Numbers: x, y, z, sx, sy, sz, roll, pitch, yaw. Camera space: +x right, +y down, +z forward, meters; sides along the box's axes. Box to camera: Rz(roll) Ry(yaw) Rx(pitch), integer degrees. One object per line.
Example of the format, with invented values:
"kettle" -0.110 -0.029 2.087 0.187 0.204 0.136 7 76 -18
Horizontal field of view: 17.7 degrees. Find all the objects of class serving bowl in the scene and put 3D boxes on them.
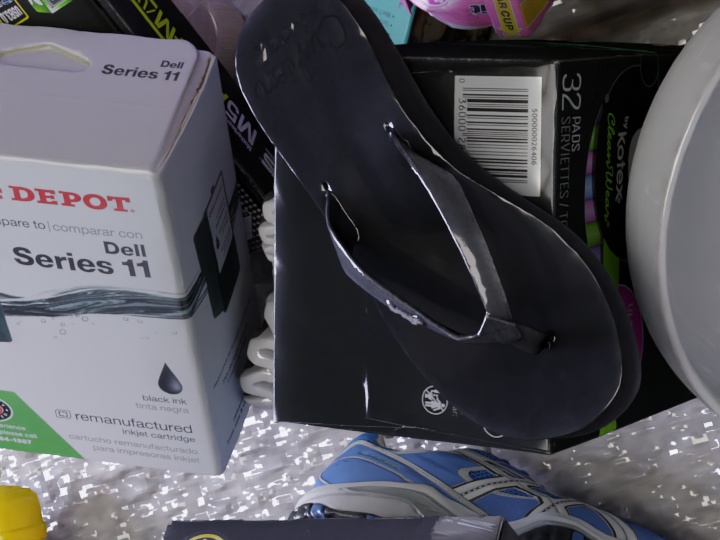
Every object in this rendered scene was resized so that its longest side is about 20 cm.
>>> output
"serving bowl" 0.178 -0.035 0.891 0.066 0.200 0.200 32 114 56

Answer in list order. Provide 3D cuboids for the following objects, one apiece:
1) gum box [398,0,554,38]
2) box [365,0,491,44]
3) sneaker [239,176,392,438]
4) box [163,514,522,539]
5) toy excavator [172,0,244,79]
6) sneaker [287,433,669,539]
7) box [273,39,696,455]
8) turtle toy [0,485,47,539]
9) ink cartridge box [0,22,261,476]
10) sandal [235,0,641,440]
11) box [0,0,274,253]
"gum box" 0.068 -0.198 0.905 0.066 0.114 0.200 19 65 27
"box" 0.036 -0.176 1.003 0.049 0.082 0.200 21 106 26
"sneaker" 0.000 0.000 1.023 0.081 0.075 0.200 27 143 16
"box" 0.026 0.170 0.994 0.161 0.200 0.049 -5 54 28
"toy excavator" -0.173 -0.149 1.129 0.200 0.100 0.195 -22 86 22
"sneaker" 0.071 0.116 1.021 0.200 0.077 0.076 15 129 8
"box" 0.067 -0.018 0.934 0.124 0.200 0.149 5 98 29
"turtle toy" -0.234 0.194 1.189 0.200 0.101 0.146 -12 89 39
"ink cartridge box" -0.131 -0.008 1.044 0.147 0.083 0.200 6 136 14
"sandal" 0.017 -0.016 0.822 0.200 0.043 0.076 49 116 16
"box" -0.155 -0.067 1.085 0.200 0.048 0.193 -15 127 30
